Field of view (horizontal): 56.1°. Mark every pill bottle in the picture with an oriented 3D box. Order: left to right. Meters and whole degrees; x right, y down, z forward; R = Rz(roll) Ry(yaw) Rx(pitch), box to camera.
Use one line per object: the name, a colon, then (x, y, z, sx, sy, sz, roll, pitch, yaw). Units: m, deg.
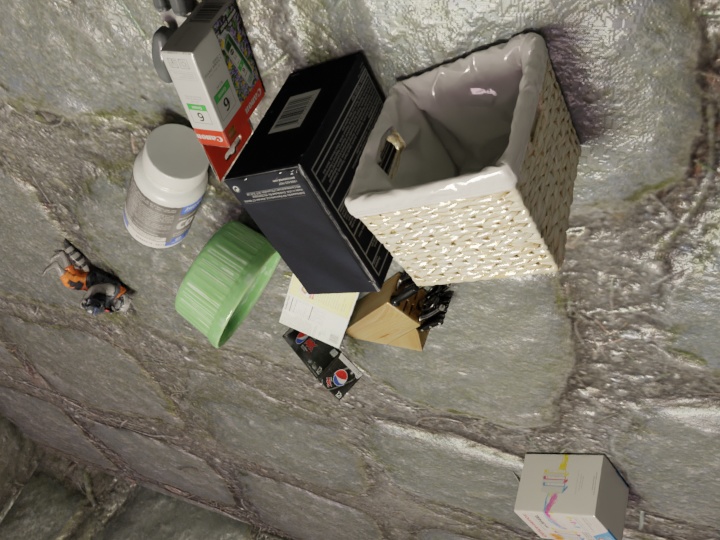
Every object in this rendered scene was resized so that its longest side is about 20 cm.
pill bottle: (-0.300, -0.128, 1.048, 0.112, 0.115, 0.200, 31, 146, -9)

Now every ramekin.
ramekin: (-0.219, 0.016, 1.120, 0.097, 0.202, 0.201, 32, 146, 0)

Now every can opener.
can opener: (-0.229, -0.319, 0.803, 0.052, 0.067, 0.203, 15, 140, 16)

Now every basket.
basket: (0.122, -0.110, 0.735, 0.197, 0.201, 0.161, -9, 138, 39)

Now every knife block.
knife block: (0.054, 0.049, 1.099, 0.196, 0.065, 0.177, 9, 142, 24)

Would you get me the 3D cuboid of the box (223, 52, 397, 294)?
box: (-0.034, -0.111, 0.824, 0.121, 0.203, 0.200, -4, 136, 35)

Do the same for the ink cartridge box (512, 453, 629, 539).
ink cartridge box: (0.408, 0.454, 1.347, 0.197, 0.127, 0.129, -14, 130, 42)

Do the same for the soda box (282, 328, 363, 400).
soda box: (-0.072, 0.154, 1.232, 0.071, 0.063, 0.200, 47, 175, -29)

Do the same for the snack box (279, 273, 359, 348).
snack box: (-0.056, 0.025, 1.105, 0.114, 0.037, 0.203, 23, 125, 3)

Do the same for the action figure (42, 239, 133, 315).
action figure: (-0.575, 0.031, 1.448, 0.192, 0.106, 0.199, 35, 170, -22)

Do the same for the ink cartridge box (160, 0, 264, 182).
ink cartridge box: (-0.170, -0.219, 0.851, 0.049, 0.110, 0.202, 10, 143, 21)
